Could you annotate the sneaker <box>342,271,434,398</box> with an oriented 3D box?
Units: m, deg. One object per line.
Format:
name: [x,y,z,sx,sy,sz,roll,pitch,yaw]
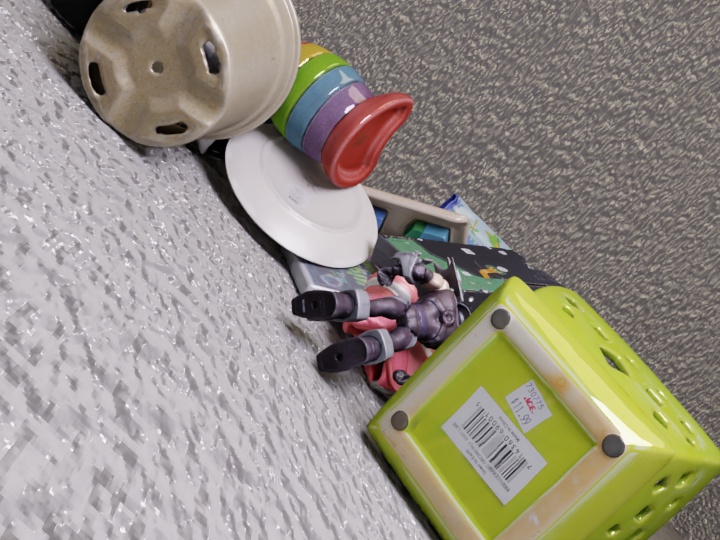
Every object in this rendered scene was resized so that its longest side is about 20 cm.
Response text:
sneaker: [0.043,0.105,0.862,0.087,0.073,0.202,-40,104,-42]

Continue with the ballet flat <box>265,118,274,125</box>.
ballet flat: [-0.101,-0.138,1.054,0.072,0.071,0.202,42,34,-38]

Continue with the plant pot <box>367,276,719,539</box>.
plant pot: [0.134,0.134,0.688,0.201,0.199,0.181,51,15,28]

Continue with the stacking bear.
stacking bear: [-0.061,-0.200,0.966,0.200,0.122,0.113,44,28,16]

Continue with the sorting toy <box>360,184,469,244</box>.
sorting toy: [0.044,-0.030,1.135,0.183,0.037,0.201,18,-30,14]

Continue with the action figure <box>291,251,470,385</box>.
action figure: [0.036,0.046,0.786,0.199,0.069,0.132,1,70,-48]

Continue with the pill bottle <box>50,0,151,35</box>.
pill bottle: [-0.266,-0.306,1.008,0.112,0.112,0.200,47,7,0]

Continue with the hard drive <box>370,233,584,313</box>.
hard drive: [0.126,0.012,0.960,0.198,0.038,0.140,6,22,-34]

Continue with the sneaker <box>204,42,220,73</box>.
sneaker: [-0.146,-0.269,1.089,0.201,0.090,0.078,53,-16,33]

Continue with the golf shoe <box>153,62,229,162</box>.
golf shoe: [-0.187,-0.188,0.981,0.200,0.078,0.095,38,12,-50]

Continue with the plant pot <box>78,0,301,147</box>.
plant pot: [-0.164,-0.201,0.813,0.201,0.200,0.184,45,17,-12]

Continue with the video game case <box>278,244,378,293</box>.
video game case: [0.000,0.000,0.988,0.180,0.024,0.200,15,21,-23]

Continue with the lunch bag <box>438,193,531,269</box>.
lunch bag: [0.118,0.022,1.280,0.170,0.200,0.128,45,40,-4]

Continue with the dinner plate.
dinner plate: [-0.057,-0.090,0.966,0.198,0.024,0.202,26,40,-24]
